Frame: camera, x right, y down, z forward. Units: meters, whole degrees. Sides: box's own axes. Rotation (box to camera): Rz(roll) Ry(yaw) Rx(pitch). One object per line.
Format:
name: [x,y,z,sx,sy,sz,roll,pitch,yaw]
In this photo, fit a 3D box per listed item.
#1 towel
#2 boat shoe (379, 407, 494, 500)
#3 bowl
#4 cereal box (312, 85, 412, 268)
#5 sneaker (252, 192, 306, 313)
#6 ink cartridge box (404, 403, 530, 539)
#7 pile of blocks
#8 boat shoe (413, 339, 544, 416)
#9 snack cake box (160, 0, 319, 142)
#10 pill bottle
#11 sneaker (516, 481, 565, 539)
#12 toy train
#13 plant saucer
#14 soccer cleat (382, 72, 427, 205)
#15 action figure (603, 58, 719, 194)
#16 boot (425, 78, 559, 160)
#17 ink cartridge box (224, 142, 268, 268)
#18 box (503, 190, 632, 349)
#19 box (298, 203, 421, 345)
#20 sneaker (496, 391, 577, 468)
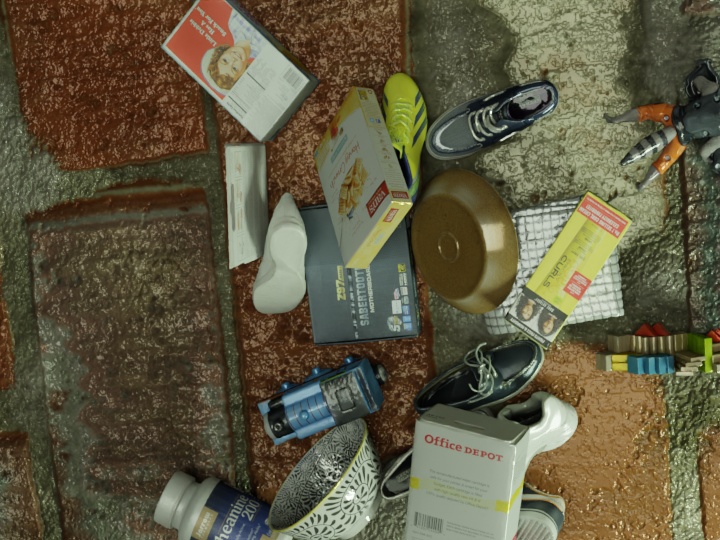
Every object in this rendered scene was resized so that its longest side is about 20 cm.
towel: [0.257,-0.010,1.512,0.196,0.086,0.169,-11,94,13]
boat shoe: [0.108,0.266,1.583,0.198,0.066,0.073,-32,91,13]
bowl: [-0.031,0.317,1.561,0.201,0.201,0.094,-44,104,13]
cereal box: [-0.001,-0.125,1.477,0.144,0.039,0.203,-54,42,44]
sneaker: [-0.111,-0.022,1.568,0.074,0.090,0.202,5,138,-13]
ink cartridge box: [0.144,0.300,1.491,0.143,0.083,0.204,11,105,22]
pile of blocks: [0.420,0.104,1.496,0.196,0.082,0.063,-3,97,11]
boat shoe: [0.165,0.152,1.549,0.198,0.062,0.076,-26,58,13]
snack cake box: [-0.170,-0.293,1.558,0.200,0.067,0.115,44,104,2]
pill bottle: [-0.202,0.378,1.631,0.197,0.111,0.113,25,101,6]
sneaker: [0.202,0.351,1.577,0.197,0.079,0.080,0,115,34]
toy train: [-0.056,0.188,1.577,0.197,0.114,0.088,-23,93,12]
plant saucer: [0.130,-0.035,1.493,0.199,0.035,0.204,21,118,45]
soccer cleat: [0.054,-0.182,1.505,0.063,0.084,0.204,-1,76,15]
action figure: [0.444,-0.166,1.447,0.191,0.104,0.203,-23,91,22]
boot: [0.175,-0.209,1.494,0.197,0.090,0.074,-25,93,12]
ink cartridge box: [-0.173,-0.093,1.517,0.049,0.200,0.164,0,97,12]
box: [0.272,-0.001,1.440,0.075,0.050,0.202,35,101,8]
box: [0.000,0.000,1.574,0.155,0.051,0.204,-5,96,12]
sneaker: [0.205,0.238,1.539,0.200,0.078,0.099,-45,129,5]
